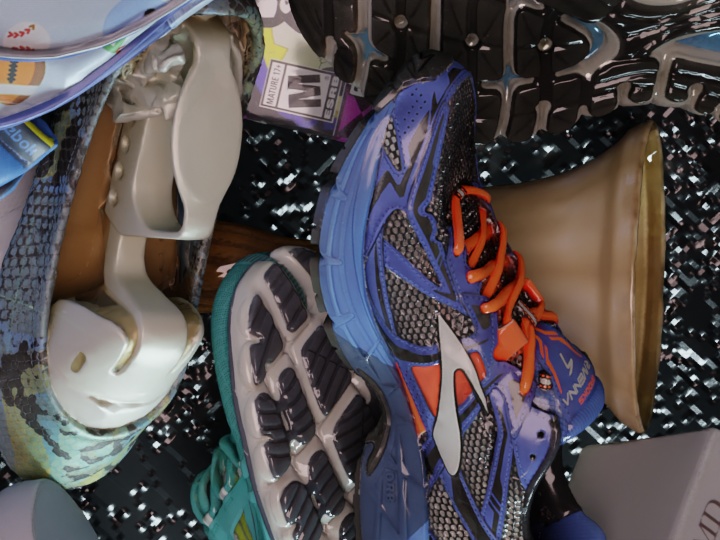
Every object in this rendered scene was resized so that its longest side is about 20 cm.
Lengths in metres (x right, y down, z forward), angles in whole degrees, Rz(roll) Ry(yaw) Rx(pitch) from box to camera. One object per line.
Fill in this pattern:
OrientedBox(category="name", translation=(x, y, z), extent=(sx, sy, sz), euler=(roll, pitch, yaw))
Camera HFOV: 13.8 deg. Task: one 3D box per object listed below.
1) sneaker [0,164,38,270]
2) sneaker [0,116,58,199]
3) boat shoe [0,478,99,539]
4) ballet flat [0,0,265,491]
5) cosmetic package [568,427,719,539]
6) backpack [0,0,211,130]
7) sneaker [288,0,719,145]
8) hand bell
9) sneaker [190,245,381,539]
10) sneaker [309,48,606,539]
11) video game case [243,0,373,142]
OrientedBox(category="sneaker", translation=(-0.195, -0.014, 0.987), extent=(0.199, 0.075, 0.087), euler=(-24, 118, -4))
OrientedBox(category="sneaker", translation=(-0.147, -0.029, 0.907), extent=(0.078, 0.066, 0.201), euler=(29, 85, 29))
OrientedBox(category="boat shoe", translation=(-0.110, 0.156, 1.027), extent=(0.066, 0.070, 0.200), euler=(-8, 130, 9))
OrientedBox(category="ballet flat", translation=(-0.073, -0.009, 0.949), extent=(0.074, 0.074, 0.201), euler=(9, 111, -4))
OrientedBox(category="cosmetic package", translation=(0.146, 0.149, 1.001), extent=(0.200, 0.071, 0.102), euler=(37, 62, -26))
OrientedBox(category="backpack", translation=(-0.097, -0.130, 0.794), extent=(0.190, 0.154, 0.200), euler=(-36, 104, 10))
OrientedBox(category="sneaker", translation=(0.069, -0.094, 0.972), extent=(0.199, 0.090, 0.079), euler=(5, 125, -15))
OrientedBox(category="hand bell", translation=(0.000, 0.000, 1.009), extent=(0.199, 0.104, 0.105), euler=(1, 105, 12))
OrientedBox(category="sneaker", translation=(-0.025, 0.079, 0.996), extent=(0.079, 0.078, 0.201), euler=(14, 132, 31))
OrientedBox(category="sneaker", translation=(0.038, 0.024, 0.925), extent=(0.078, 0.075, 0.201), euler=(4, 121, 23))
OrientedBox(category="video game case", translation=(-0.062, -0.157, 0.976), extent=(0.180, 0.036, 0.201), euler=(13, 104, -5))
